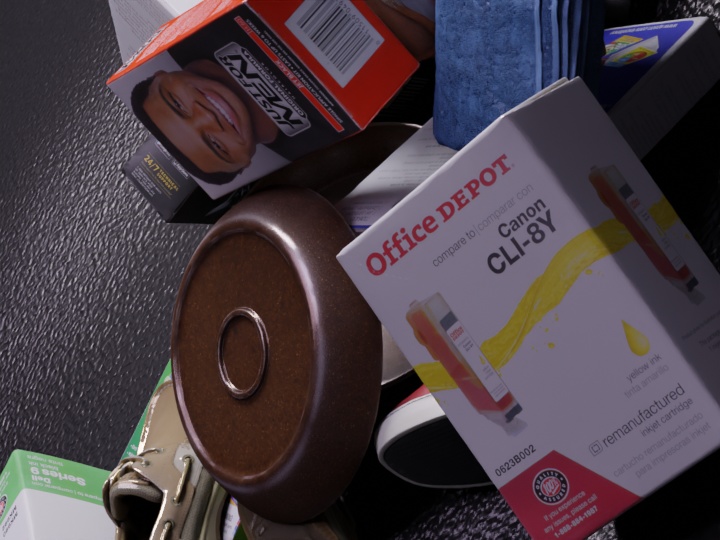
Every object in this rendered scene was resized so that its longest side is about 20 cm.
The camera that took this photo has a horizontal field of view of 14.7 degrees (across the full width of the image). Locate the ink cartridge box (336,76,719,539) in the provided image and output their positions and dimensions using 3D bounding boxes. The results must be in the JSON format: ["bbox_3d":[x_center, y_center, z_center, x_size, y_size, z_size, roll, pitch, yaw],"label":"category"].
[{"bbox_3d":[0.104,0.025,1.444,0.145,0.201,0.083,-39,-6,36],"label":"ink cartridge box"}]

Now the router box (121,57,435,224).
[{"bbox_3d":[-0.045,-0.102,1.818,0.052,0.200,0.157,47,109,19],"label":"router box"}]

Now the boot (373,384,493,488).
[{"bbox_3d":[0.092,0.034,1.597,0.199,0.072,0.145,-29,41,32],"label":"boot"}]

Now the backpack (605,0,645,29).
[{"bbox_3d":[0.105,-0.254,1.749,0.183,0.147,0.201,-6,58,55],"label":"backpack"}]

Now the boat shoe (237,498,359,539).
[{"bbox_3d":[-0.019,0.190,1.660,0.073,0.063,0.201,-47,37,15],"label":"boat shoe"}]

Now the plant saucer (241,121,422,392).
[{"bbox_3d":[0.000,0.000,1.738,0.199,0.035,0.201,-12,55,18],"label":"plant saucer"}]

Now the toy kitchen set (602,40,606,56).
[{"bbox_3d":[0.150,-0.171,1.599,0.199,0.180,0.164,-10,91,54],"label":"toy kitchen set"}]

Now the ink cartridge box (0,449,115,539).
[{"bbox_3d":[-0.212,0.241,1.864,0.146,0.084,0.200,-61,27,24],"label":"ink cartridge box"}]

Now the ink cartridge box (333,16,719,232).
[{"bbox_3d":[0.092,-0.070,1.632,0.200,0.047,0.197,-45,23,-24],"label":"ink cartridge box"}]

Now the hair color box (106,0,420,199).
[{"bbox_3d":[-0.060,-0.113,1.614,0.061,0.102,0.200,-49,13,-26],"label":"hair color box"}]

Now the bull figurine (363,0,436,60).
[{"bbox_3d":[-0.024,-0.184,1.611,0.199,0.122,0.065,25,66,38],"label":"bull figurine"}]

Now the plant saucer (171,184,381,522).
[{"bbox_3d":[-0.059,0.049,1.658,0.200,0.034,0.202,0,90,55],"label":"plant saucer"}]

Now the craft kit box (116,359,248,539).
[{"bbox_3d":[-0.069,0.079,1.845,0.200,0.048,0.198,16,76,61],"label":"craft kit box"}]

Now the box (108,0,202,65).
[{"bbox_3d":[-0.077,-0.178,1.859,0.152,0.200,0.106,-38,65,-16],"label":"box"}]

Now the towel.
[{"bbox_3d":[0.082,-0.156,1.502,0.111,0.048,0.202,17,111,46],"label":"towel"}]

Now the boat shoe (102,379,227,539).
[{"bbox_3d":[-0.127,0.143,1.769,0.072,0.065,0.201,-37,36,36],"label":"boat shoe"}]
